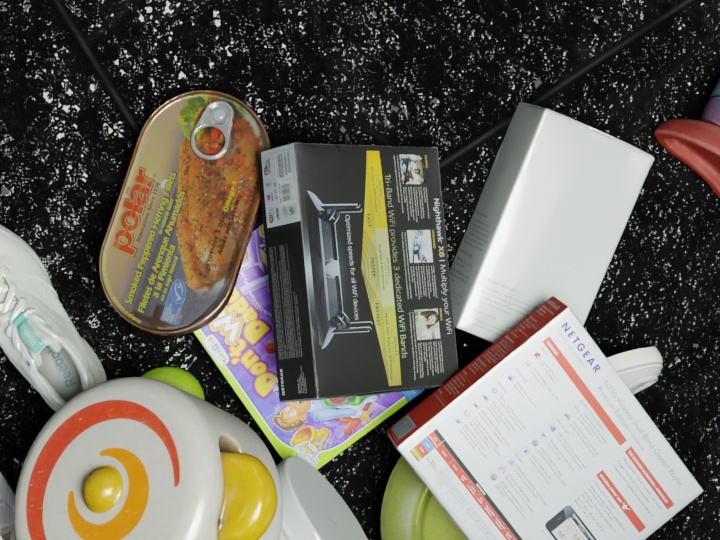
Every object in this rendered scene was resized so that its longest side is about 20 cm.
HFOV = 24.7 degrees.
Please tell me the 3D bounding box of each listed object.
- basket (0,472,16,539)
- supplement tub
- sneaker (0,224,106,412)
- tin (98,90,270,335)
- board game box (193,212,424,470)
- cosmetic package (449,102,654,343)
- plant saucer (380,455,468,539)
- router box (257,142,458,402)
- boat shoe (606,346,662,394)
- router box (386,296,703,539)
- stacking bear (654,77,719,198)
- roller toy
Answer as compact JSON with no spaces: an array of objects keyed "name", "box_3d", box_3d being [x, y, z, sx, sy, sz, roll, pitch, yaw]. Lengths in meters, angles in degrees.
[{"name":"basket","box_3d":[-0.360,0.171,1.292,0.122,0.136,0.201,-28,104,-3]},{"name":"supplement tub","box_3d":[-0.098,0.261,1.345,0.199,0.132,0.132,-36,105,9]},{"name":"sneaker","box_3d":[-0.268,0.040,1.314,0.075,0.088,0.201,-39,105,-3]},{"name":"tin","box_3d":[-0.140,-0.046,1.328,0.111,0.042,0.202,18,81,0]},{"name":"board game box","box_3d":[-0.056,0.057,1.387,0.134,0.045,0.201,-36,105,-5]},{"name":"cosmetic package","box_3d":[0.155,-0.030,1.406,0.112,0.081,0.202,23,92,-16]},{"name":"plant saucer","box_3d":[0.116,0.212,1.387,0.197,0.031,0.203,-1,99,-8]},{"name":"router box","box_3d":[0.000,0.000,1.332,0.156,0.052,0.203,-1,84,-41]},{"name":"boat shoe","box_3d":[0.181,0.134,1.429,0.198,0.072,0.069,-25,72,-8]},{"name":"router box","box_3d":[0.151,0.156,1.342,0.179,0.049,0.201,-38,103,-1]},{"name":"stacking bear","box_3d":[0.370,-0.161,1.424,0.121,0.114,0.201,38,84,-16]},{"name":"roller toy","box_3d":[-0.162,0.181,1.249,0.183,0.200,0.140,-51,147,2]}]
